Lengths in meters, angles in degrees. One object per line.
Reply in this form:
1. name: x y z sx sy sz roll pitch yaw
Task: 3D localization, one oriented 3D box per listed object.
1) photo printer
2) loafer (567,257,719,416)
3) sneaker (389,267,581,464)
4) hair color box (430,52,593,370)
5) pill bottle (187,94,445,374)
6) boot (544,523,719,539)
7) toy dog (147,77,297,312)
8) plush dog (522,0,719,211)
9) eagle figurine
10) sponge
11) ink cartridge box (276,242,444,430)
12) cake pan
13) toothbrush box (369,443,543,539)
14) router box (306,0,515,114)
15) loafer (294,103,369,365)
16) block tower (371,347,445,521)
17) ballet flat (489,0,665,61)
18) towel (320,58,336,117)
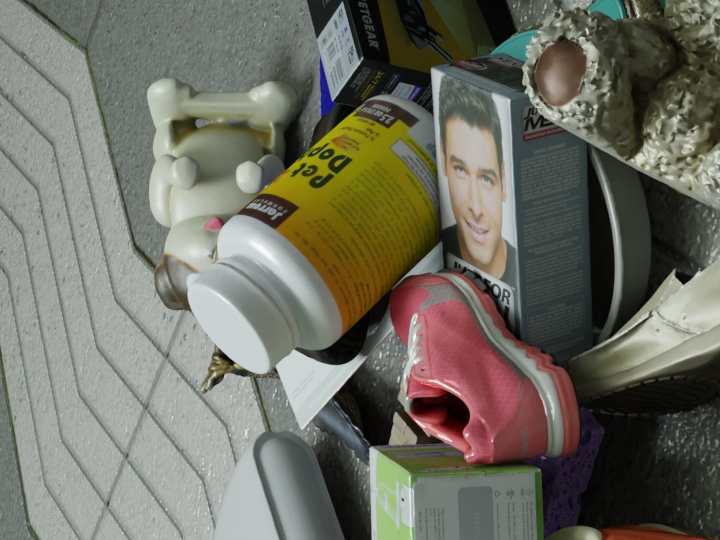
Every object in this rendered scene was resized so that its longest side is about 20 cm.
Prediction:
1. photo printer: -0.068 0.248 1.484 0.201 0.069 0.167 -112 31 -42
2. loafer: 0.204 0.037 1.093 0.200 0.075 0.069 -29 56 43
3. sneaker: 0.056 0.059 1.125 0.200 0.086 0.074 41 140 52
4. hair color box: 0.100 -0.033 1.157 0.099 0.060 0.201 31 130 57
5. pill bottle: -0.021 -0.023 1.201 0.200 0.109 0.109 -43 19 -24
6. boot: 0.189 0.190 1.040 0.200 0.107 0.076 0 80 58
7. toy dog: -0.138 -0.053 1.623 0.194 0.139 0.201 114 159 -51
8. plush dog: 0.222 -0.130 1.062 0.199 0.160 0.172 29 95 21
9. eagle figurine: -0.045 0.072 1.486 0.199 0.151 0.152 4 130 31
10. sponge: 0.110 0.164 1.226 0.112 0.030 0.201 -127 43 -53
11. ink cartridge box: 0.000 0.000 1.350 0.200 0.043 0.174 -49 44 23
12. cake pan: 0.132 -0.036 1.204 0.200 0.037 0.201 42 139 50
13. toothbrush box: 0.059 0.192 1.139 0.200 0.086 0.147 168 100 -82
14. router box: 0.037 -0.205 1.357 0.052 0.156 0.201 -50 42 41
15. loafer: -0.029 -0.030 1.305 0.071 0.073 0.201 -6 69 47
16. block tower: 0.060 0.115 1.298 0.054 0.058 0.201 48 133 50
17. ballet flat: 0.161 -0.150 1.211 0.200 0.075 0.068 -23 79 63
18. towel: 0.005 -0.125 1.482 0.147 0.049 0.201 -27 60 54
